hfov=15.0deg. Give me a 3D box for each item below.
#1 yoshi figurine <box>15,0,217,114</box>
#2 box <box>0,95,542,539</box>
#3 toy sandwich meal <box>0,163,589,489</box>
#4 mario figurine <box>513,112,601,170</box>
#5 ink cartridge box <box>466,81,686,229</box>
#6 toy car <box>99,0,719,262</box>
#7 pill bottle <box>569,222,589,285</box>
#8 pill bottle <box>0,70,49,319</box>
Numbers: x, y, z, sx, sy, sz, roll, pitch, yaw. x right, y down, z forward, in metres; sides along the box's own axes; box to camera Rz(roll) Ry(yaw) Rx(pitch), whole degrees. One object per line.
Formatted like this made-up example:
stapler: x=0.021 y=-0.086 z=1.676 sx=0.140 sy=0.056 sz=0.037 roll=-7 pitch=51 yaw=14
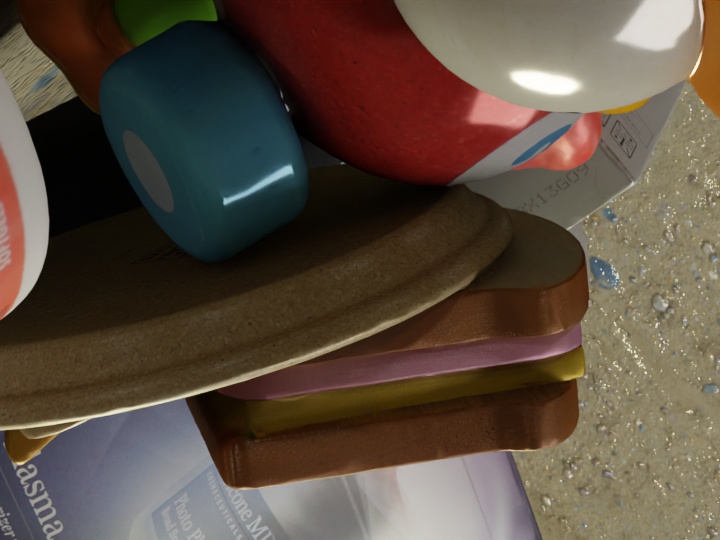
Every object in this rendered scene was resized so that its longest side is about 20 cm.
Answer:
yoshi figurine: x=-0.018 y=-0.132 z=0.843 sx=0.199 sy=0.113 sz=0.112 roll=-27 pitch=144 yaw=32
box: x=-0.066 y=0.047 z=0.943 sx=0.198 sy=0.201 sz=0.123 roll=-29 pitch=-151 yaw=-14
toy sandwich meal: x=-0.035 y=0.025 z=0.771 sx=0.204 sy=0.071 sz=0.205 roll=-14 pitch=-167 yaw=3
mario figurine: x=0.067 y=-0.122 z=0.941 sx=0.200 sy=0.124 sz=0.106 roll=-48 pitch=-149 yaw=-16
ink cartridge box: x=0.078 y=-0.070 z=1.084 sx=0.109 sy=0.050 sz=0.200 roll=-35 pitch=-166 yaw=33
toy car: x=0.042 y=-0.079 z=0.665 sx=0.184 sy=0.178 sz=0.200 roll=-31 pitch=-143 yaw=-17
pill bottle: x=0.000 y=0.000 z=1.129 sx=0.199 sy=0.114 sz=0.113 roll=1 pitch=143 yaw=-51
pill bottle: x=-0.169 y=0.014 z=0.560 sx=0.200 sy=0.112 sz=0.112 roll=-40 pitch=177 yaw=-33
